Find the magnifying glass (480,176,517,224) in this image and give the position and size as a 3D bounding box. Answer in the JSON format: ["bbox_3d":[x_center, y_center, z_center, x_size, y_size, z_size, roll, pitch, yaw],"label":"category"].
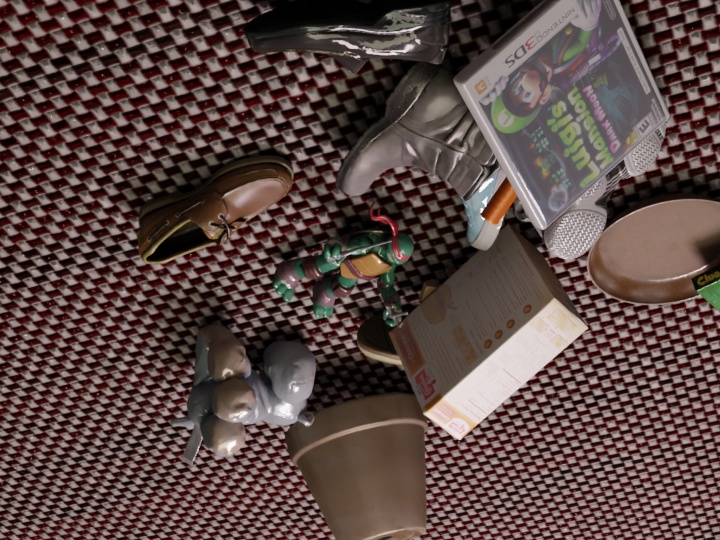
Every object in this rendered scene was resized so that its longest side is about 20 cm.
[{"bbox_3d":[0.187,-0.134,1.367,0.201,0.022,0.079,-58,155,12],"label":"magnifying glass"}]

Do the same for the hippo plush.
[{"bbox_3d":[-0.130,0.169,1.702,0.159,0.160,0.202,2,124,-25],"label":"hippo plush"}]

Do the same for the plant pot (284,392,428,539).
[{"bbox_3d":[0.012,0.280,1.798,0.198,0.175,0.200,-14,158,-6],"label":"plant pot"}]

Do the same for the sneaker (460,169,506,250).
[{"bbox_3d":[0.127,-0.104,1.455,0.081,0.074,0.201,15,138,4],"label":"sneaker"}]

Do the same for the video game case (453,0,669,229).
[{"bbox_3d":[0.201,-0.167,1.302,0.181,0.023,0.201,-41,127,-7],"label":"video game case"}]

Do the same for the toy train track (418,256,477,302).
[{"bbox_3d":[0.163,0.028,1.645,0.198,0.033,0.116,5,122,-21],"label":"toy train track"}]

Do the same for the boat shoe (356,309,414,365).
[{"bbox_3d":[0.091,0.096,1.703,0.197,0.072,0.076,2,154,-6],"label":"boat shoe"}]

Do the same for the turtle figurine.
[{"bbox_3d":[0.000,0.000,1.545,0.199,0.101,0.150,-18,127,42],"label":"turtle figurine"}]

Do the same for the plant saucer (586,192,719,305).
[{"bbox_3d":[0.366,-0.029,1.587,0.198,0.032,0.201,-2,141,-1],"label":"plant saucer"}]

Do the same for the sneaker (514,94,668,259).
[{"bbox_3d":[0.240,-0.118,1.434,0.075,0.115,0.201,27,99,-34],"label":"sneaker"}]

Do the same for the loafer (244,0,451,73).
[{"bbox_3d":[-0.010,-0.219,1.271,0.197,0.073,0.073,-4,123,3],"label":"loafer"}]

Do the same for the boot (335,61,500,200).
[{"bbox_3d":[0.065,-0.113,1.373,0.131,0.070,0.200,40,135,1],"label":"boot"}]

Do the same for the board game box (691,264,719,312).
[{"bbox_3d":[0.489,0.027,1.640,0.104,0.024,0.200,-27,147,24],"label":"board game box"}]

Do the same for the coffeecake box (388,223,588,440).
[{"bbox_3d":[0.143,0.070,1.548,0.200,0.154,0.073,-43,126,14],"label":"coffeecake box"}]

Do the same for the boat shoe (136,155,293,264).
[{"bbox_3d":[-0.158,-0.060,1.480,0.198,0.069,0.072,-24,136,23],"label":"boat shoe"}]
